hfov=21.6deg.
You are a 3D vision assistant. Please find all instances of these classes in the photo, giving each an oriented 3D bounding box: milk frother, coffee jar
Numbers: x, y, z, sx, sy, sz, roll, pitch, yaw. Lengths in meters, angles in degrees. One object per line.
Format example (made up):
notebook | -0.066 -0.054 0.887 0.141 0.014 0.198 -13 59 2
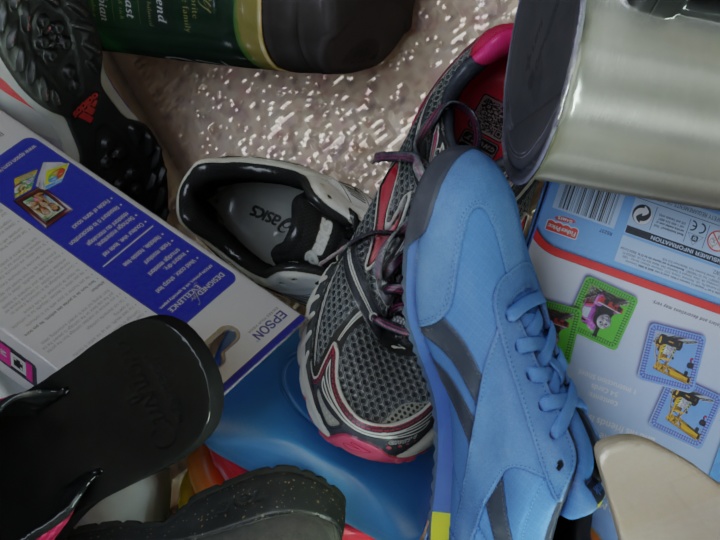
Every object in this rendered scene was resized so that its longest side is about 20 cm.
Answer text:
milk frother | 0.166 -0.127 0.755 0.186 0.201 0.181 10 133 -9
coffee jar | -0.076 -0.145 0.916 0.198 0.104 0.086 9 103 26

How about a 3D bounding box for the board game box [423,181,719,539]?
board game box | 0.123 0.066 0.813 0.150 0.037 0.202 19 91 8

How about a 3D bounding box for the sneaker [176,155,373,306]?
sneaker | 0.000 0.000 0.873 0.198 0.088 0.076 19 90 24

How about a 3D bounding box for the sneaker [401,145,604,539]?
sneaker | 0.066 0.050 0.747 0.078 0.066 0.202 4 106 39

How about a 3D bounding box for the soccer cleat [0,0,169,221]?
soccer cleat | -0.150 -0.073 0.915 0.073 0.201 0.068 25 57 37

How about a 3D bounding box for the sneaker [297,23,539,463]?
sneaker | 0.029 -0.016 0.805 0.080 0.075 0.202 20 72 1

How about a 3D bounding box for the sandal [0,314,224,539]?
sandal | -0.137 0.081 0.757 0.200 0.045 0.075 -37 82 32

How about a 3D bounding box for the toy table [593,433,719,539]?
toy table | 0.165 0.136 0.690 0.116 0.200 0.186 -16 79 2

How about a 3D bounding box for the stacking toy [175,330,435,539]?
stacking toy | -0.052 0.130 0.884 0.115 0.110 0.201 28 120 -5

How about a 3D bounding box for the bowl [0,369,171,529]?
bowl | -0.151 0.068 0.910 0.090 0.202 0.201 -33 64 -26

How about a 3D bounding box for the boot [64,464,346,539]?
boot | -0.087 0.168 0.768 0.199 0.068 0.132 -25 45 25

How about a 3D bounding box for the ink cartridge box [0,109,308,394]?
ink cartridge box | -0.129 0.003 0.819 0.199 0.095 0.037 32 141 22
